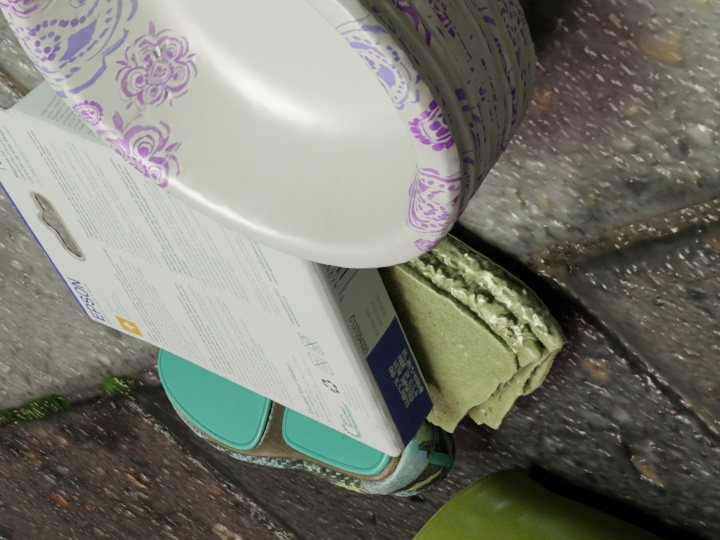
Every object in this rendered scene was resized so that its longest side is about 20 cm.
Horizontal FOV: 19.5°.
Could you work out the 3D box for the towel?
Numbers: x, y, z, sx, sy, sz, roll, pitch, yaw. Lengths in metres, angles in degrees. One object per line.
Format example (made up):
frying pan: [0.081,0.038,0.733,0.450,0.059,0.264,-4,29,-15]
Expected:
towel: [0.000,0.000,0.987,0.200,0.037,0.148,34,156,2]

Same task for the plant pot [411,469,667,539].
plant pot: [0.111,0.204,1.054,0.193,0.200,0.200,37,158,26]

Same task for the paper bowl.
paper bowl: [-0.028,-0.102,0.761,0.200,0.104,0.201,29,154,16]

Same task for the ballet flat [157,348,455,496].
ballet flat: [-0.028,0.077,1.123,0.200,0.074,0.074,23,154,45]

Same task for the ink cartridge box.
ink cartridge box: [-0.075,-0.011,0.969,0.200,0.043,0.196,23,156,29]
